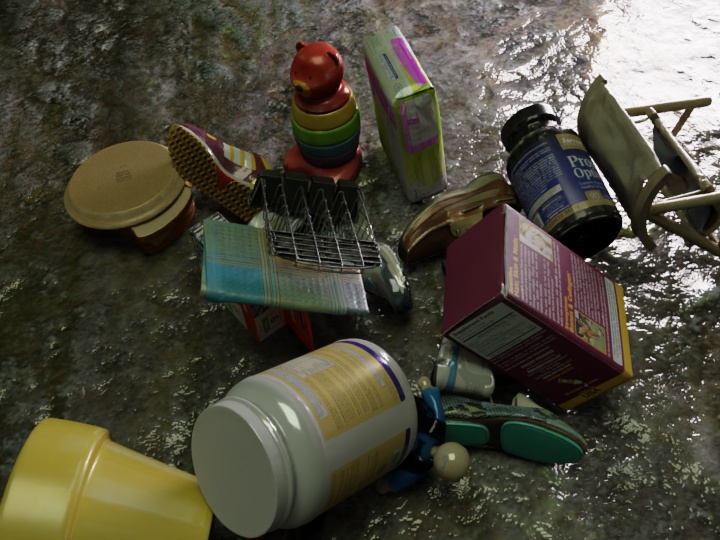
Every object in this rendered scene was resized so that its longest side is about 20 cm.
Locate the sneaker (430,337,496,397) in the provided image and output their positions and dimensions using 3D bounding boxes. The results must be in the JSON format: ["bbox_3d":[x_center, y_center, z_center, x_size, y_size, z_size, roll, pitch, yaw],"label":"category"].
[{"bbox_3d":[0.141,0.076,0.978,0.085,0.076,0.202,17,44,5],"label":"sneaker"}]

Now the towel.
[{"bbox_3d":[-0.093,-0.001,0.982,0.195,0.022,0.148,9,35,-15],"label":"towel"}]

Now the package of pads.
[{"bbox_3d":[0.065,-0.216,1.172,0.067,0.202,0.156,-19,50,-3],"label":"package of pads"}]

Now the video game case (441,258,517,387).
[{"bbox_3d":[0.197,0.049,1.055,0.139,0.019,0.203,-12,49,-5],"label":"video game case"}]

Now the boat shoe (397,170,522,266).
[{"bbox_3d":[0.141,-0.065,1.122,0.198,0.076,0.074,-33,57,-20],"label":"boat shoe"}]

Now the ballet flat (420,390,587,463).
[{"bbox_3d":[0.156,0.166,0.928,0.195,0.075,0.075,8,50,10],"label":"ballet flat"}]

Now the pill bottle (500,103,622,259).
[{"bbox_3d":[0.262,-0.120,1.109,0.109,0.113,0.203,-14,61,-7],"label":"pill bottle"}]

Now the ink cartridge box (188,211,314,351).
[{"bbox_3d":[-0.138,0.027,1.046,0.050,0.110,0.200,-33,54,-22],"label":"ink cartridge box"}]

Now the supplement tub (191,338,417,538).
[{"bbox_3d":[-0.052,0.161,0.814,0.144,0.148,0.198,35,33,30],"label":"supplement tub"}]

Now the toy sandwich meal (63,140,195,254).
[{"bbox_3d":[-0.334,-0.111,1.215,0.200,0.071,0.208,-4,46,4],"label":"toy sandwich meal"}]

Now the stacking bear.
[{"bbox_3d":[-0.056,-0.235,1.200,0.120,0.202,0.114,30,57,28],"label":"stacking bear"}]

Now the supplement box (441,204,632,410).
[{"bbox_3d":[0.195,0.045,0.915,0.198,0.103,0.133,32,45,-22],"label":"supplement box"}]

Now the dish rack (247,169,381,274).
[{"bbox_3d":[-0.055,-0.053,1.009,0.150,0.055,0.202,5,36,-17],"label":"dish rack"}]

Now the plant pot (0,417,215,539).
[{"bbox_3d":[-0.241,0.262,0.813,0.184,0.203,0.204,10,49,-5],"label":"plant pot"}]

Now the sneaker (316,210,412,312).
[{"bbox_3d":[0.000,0.000,1.089,0.085,0.079,0.201,-28,43,-11],"label":"sneaker"}]

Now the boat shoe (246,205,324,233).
[{"bbox_3d":[-0.084,-0.066,1.129,0.065,0.075,0.201,42,35,8],"label":"boat shoe"}]

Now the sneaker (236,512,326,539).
[{"bbox_3d":[-0.087,0.240,0.887,0.095,0.072,0.203,-4,45,-8],"label":"sneaker"}]

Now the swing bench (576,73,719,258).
[{"bbox_3d":[0.395,-0.134,1.079,0.195,0.131,0.202,4,45,-20],"label":"swing bench"}]

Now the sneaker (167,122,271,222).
[{"bbox_3d":[-0.190,-0.148,1.203,0.199,0.075,0.090,41,36,1],"label":"sneaker"}]

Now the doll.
[{"bbox_3d":[0.039,0.178,0.908,0.197,0.048,0.140,20,92,39],"label":"doll"}]
